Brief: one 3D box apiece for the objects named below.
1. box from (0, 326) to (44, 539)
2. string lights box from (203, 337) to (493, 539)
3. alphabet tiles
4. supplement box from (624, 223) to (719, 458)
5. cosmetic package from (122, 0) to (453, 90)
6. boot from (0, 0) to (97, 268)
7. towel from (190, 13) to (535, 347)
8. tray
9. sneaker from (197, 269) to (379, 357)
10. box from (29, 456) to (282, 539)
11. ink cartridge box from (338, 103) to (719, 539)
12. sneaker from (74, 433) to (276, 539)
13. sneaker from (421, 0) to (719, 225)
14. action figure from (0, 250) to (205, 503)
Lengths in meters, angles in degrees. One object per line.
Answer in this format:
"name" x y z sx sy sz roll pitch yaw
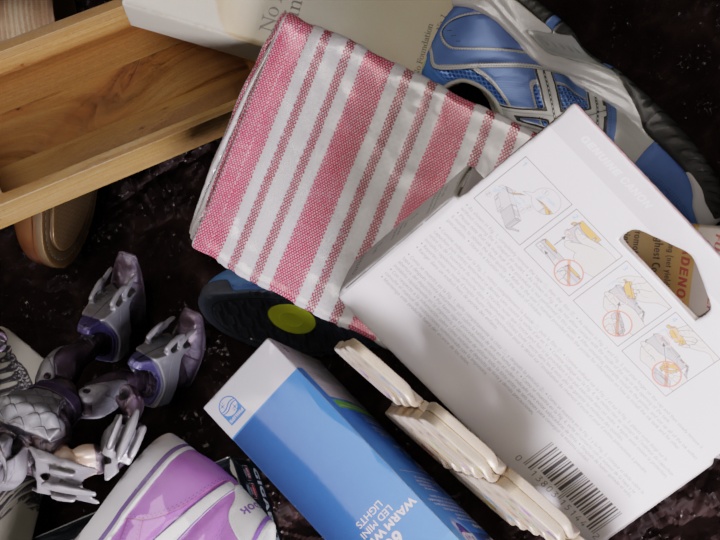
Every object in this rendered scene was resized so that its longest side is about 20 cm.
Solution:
"box" -0.239 0.140 1.276 0.068 0.082 0.202 -7 58 28
"string lights box" 0.010 0.132 1.226 0.059 0.103 0.200 -46 71 4
"alphabet tiles" 0.061 0.106 1.156 0.195 0.200 0.015 41 84 -2
"supplement box" 0.180 0.039 1.205 0.198 0.073 0.127 5 83 18
"cosmetic package" -0.032 -0.172 1.276 0.198 0.073 0.104 15 87 -2
"boot" -0.250 -0.083 1.365 0.153 0.074 0.202 -12 67 15
"towel" 0.012 -0.040 1.206 0.199 0.030 0.147 27 101 15
"tray" -0.152 -0.108 1.302 0.199 0.037 0.099 -24 71 -23
"sneaker" 0.000 0.000 1.281 0.198 0.066 0.079 -6 52 22
"box" -0.132 0.221 1.284 0.199 0.046 0.160 -24 74 12
"ink cartridge box" 0.117 0.025 1.115 0.200 0.045 0.176 45 119 -11
"sneaker" -0.126 0.205 1.224 0.114 0.073 0.201 36 91 17
"sneaker" 0.122 -0.085 1.229 0.200 0.076 0.077 39 93 0
"action figure" -0.169 0.069 1.242 0.129 0.200 0.070 28 124 13
